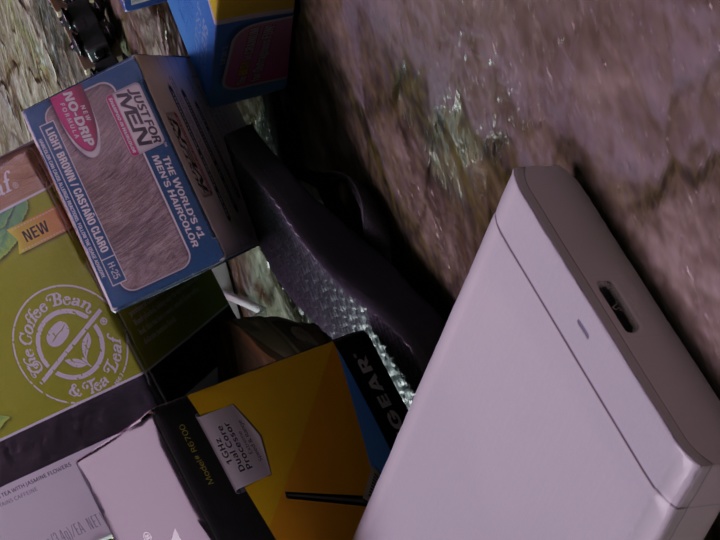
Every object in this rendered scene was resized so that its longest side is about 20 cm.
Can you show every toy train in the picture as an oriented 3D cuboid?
[{"bbox_3d":[-0.179,-0.157,1.521,0.200,0.034,0.046,60,174,41],"label":"toy train"}]

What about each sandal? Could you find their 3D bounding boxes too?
[{"bbox_3d":[0.000,0.001,0.992,0.200,0.043,0.076,47,160,41],"label":"sandal"}]

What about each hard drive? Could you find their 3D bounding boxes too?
[{"bbox_3d":[0.053,0.083,0.758,0.132,0.027,0.200,61,144,39],"label":"hard drive"}]

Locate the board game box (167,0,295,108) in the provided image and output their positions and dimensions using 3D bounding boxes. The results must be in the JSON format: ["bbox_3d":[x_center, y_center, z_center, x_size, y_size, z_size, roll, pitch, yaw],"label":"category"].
[{"bbox_3d":[-0.071,-0.189,1.024,0.200,0.040,0.153,101,149,-63],"label":"board game box"}]

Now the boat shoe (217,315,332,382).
[{"bbox_3d":[-0.005,0.075,1.078,0.201,0.063,0.073,-143,50,-57],"label":"boat shoe"}]

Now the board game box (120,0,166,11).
[{"bbox_3d":[-0.138,-0.257,1.217,0.200,0.034,0.135,91,158,-53],"label":"board game box"}]

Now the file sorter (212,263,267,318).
[{"bbox_3d":[-0.127,0.036,1.319,0.125,0.139,0.200,-162,56,-71],"label":"file sorter"}]

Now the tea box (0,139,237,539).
[{"bbox_3d":[-0.181,0.048,1.182,0.197,0.200,0.134,62,-160,-5],"label":"tea box"}]

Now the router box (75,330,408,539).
[{"bbox_3d":[-0.007,0.134,0.886,0.051,0.149,0.200,-33,82,34],"label":"router box"}]

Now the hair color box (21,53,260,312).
[{"bbox_3d":[-0.092,-0.046,1.078,0.200,0.060,0.100,-36,-79,-82],"label":"hair color box"}]
